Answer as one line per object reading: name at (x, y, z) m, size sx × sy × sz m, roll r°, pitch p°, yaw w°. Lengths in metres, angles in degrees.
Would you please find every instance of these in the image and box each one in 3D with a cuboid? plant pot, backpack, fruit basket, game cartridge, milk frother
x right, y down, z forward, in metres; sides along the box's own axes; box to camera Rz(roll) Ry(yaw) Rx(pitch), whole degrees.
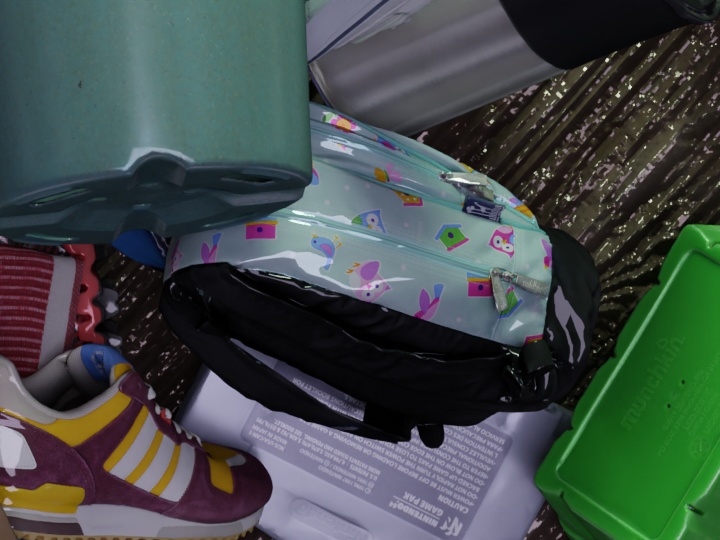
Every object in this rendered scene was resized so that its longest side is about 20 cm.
plant pot at (-0.105, -0.122, 1.159) m, size 0.199 × 0.200 × 0.197 m, roll -6°, pitch 79°, yaw -8°
backpack at (0.000, 0.000, 1.284) m, size 0.199 × 0.167 × 0.127 m, roll 21°, pitch 64°, yaw -21°
fruit basket at (0.214, 0.092, 1.398) m, size 0.215 × 0.155 × 0.217 m, roll -31°, pitch 138°, yaw -33°
game cartridge at (0.003, 0.093, 1.396) m, size 0.199 × 0.041 × 0.134 m, roll 28°, pitch 90°, yaw -12°
milk frother at (0.097, -0.148, 1.331) m, size 0.187 × 0.181 × 0.200 m, roll -20°, pitch 138°, yaw 29°

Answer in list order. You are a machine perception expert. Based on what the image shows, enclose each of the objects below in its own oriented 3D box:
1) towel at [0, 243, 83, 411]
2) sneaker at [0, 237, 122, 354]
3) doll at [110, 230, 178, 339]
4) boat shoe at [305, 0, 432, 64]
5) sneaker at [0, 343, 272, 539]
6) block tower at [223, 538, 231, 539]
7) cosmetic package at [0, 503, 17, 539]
towel at (-0.215, 0.055, 1.225) m, size 0.199 × 0.023 × 0.145 m, roll 7°, pitch 94°, yaw -51°
sneaker at (-0.177, -0.012, 1.331) m, size 0.097 × 0.071 × 0.202 m, roll -13°, pitch 99°, yaw -8°
doll at (-0.095, -0.057, 1.321) m, size 0.136 × 0.048 × 0.201 m, roll -23°, pitch 111°, yaw -45°
boat shoe at (0.001, -0.134, 1.220) m, size 0.066 × 0.200 × 0.074 m, roll 9°, pitch 73°, yaw -33°
sneaker at (-0.111, 0.082, 1.281) m, size 0.199 × 0.075 × 0.091 m, roll 3°, pitch 100°, yaw -51°
block tower at (-0.087, 0.164, 1.308) m, size 0.054 × 0.200 × 0.058 m, roll -5°, pitch 105°, yaw -10°
cosmetic package at (-0.223, 0.101, 1.150) m, size 0.105 × 0.071 × 0.201 m, roll -48°, pitch 132°, yaw -36°
